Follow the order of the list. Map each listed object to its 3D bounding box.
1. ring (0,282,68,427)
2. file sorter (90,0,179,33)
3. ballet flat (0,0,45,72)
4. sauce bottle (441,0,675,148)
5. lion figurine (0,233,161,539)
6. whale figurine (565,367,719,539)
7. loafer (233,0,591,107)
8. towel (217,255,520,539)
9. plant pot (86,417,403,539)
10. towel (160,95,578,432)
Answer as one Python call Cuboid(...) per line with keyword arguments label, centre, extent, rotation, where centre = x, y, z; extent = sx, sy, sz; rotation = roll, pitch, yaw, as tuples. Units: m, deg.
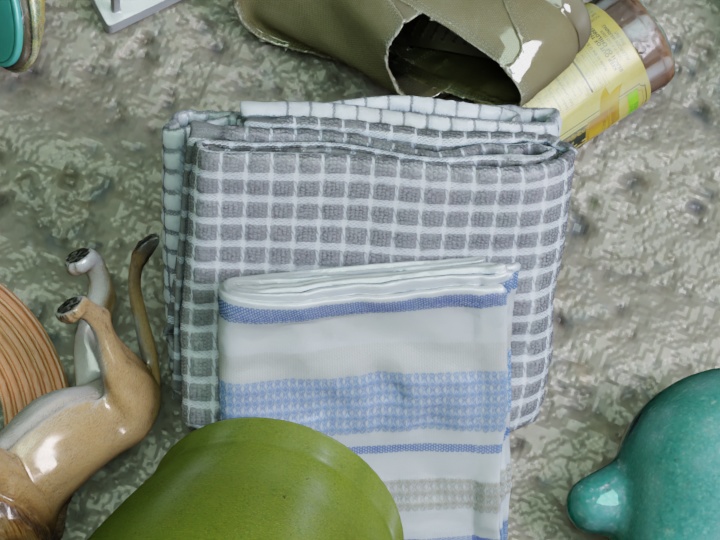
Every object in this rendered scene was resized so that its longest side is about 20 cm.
Cuboid(label="ring", centre=(-0.246, 0.084, 1.359), extent=(0.200, 0.019, 0.201), rotation=(1, 76, -4))
Cuboid(label="file sorter", centre=(-0.074, -0.244, 1.402), extent=(0.200, 0.125, 0.139), rotation=(-27, 80, -11))
Cuboid(label="ballet flat", centre=(-0.207, -0.200, 1.415), extent=(0.071, 0.071, 0.200), rotation=(-31, 83, -12))
Cuboid(label="sauce bottle", centre=(0.071, -0.073, 1.405), extent=(0.200, 0.065, 0.065), rotation=(-33, 81, -10))
Cuboid(label="lion figurine", centre=(-0.151, 0.083, 1.321), extent=(0.200, 0.072, 0.123), rotation=(-38, 117, -20))
Cuboid(label="whale figurine", centre=(0.179, 0.143, 1.339), extent=(0.159, 0.104, 0.200), rotation=(26, 75, 1))
Cuboid(label="loafer", centre=(0.017, -0.129, 1.377), extent=(0.200, 0.076, 0.067), rotation=(8, 51, 24))
Cuboid(label="towel", centre=(0.005, 0.084, 1.313), extent=(0.147, 0.200, 0.024), rotation=(-4, 32, -5))
Cuboid(label="plant pot", centre=(-0.062, 0.174, 1.238), extent=(0.200, 0.201, 0.193), rotation=(21, 36, 0))
Cuboid(label="towel", centre=(0.000, 0.000, 1.322), extent=(0.200, 0.166, 0.086), rotation=(0, 32, -6))
